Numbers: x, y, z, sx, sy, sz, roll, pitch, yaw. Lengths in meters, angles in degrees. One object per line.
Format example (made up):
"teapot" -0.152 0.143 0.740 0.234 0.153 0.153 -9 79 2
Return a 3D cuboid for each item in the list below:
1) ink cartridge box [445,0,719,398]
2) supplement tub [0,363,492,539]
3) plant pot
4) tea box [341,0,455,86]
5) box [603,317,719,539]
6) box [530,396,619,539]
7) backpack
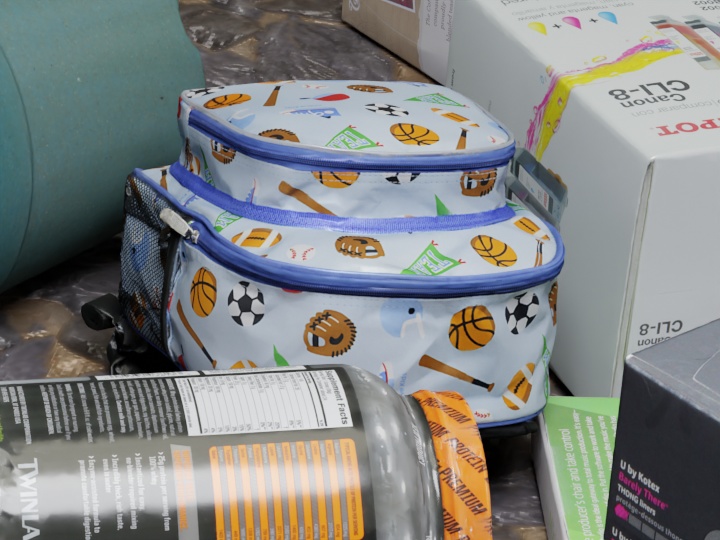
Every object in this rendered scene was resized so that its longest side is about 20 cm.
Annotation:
"ink cartridge box" 0.142 -0.040 1.355 0.145 0.145 0.200 -8 32 -23
"supplement tub" -0.056 0.099 1.107 0.199 0.123 0.123 -2 30 -12
"plant pot" -0.186 -0.071 1.339 0.200 0.201 0.196 23 27 30
"tea box" 0.106 -0.224 1.621 0.196 0.201 0.134 -17 36 -31
"box" 0.159 0.119 1.018 0.122 0.201 0.106 -20 37 -36
"box" 0.177 0.105 1.216 0.199 0.036 0.145 3 29 -5
"backpack" 0.000 0.000 1.248 0.199 0.155 0.191 -8 27 -21
